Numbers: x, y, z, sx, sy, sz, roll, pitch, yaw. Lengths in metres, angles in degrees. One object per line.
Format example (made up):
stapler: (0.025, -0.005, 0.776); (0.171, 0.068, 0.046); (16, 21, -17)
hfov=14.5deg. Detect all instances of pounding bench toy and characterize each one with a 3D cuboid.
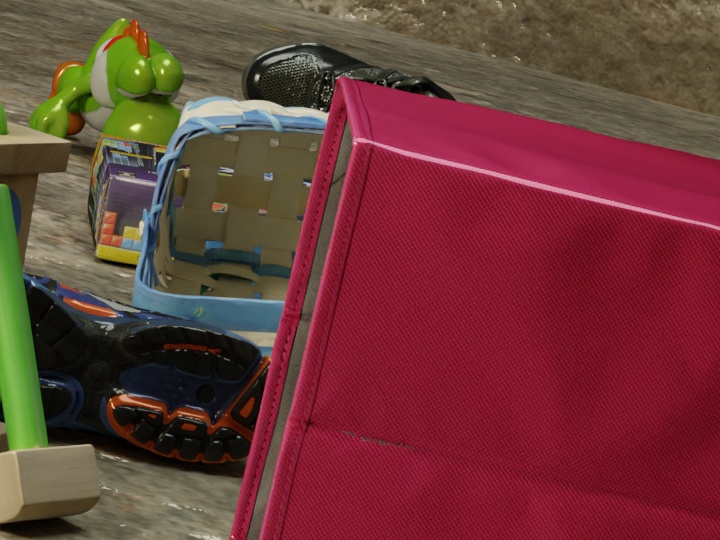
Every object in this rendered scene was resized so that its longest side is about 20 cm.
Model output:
pounding bench toy: (-0.180, 0.001, 1.138); (0.199, 0.157, 0.124); (17, 11, 27)

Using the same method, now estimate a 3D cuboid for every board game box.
board game box: (-0.068, -0.031, 1.766); (0.199, 0.057, 0.165); (10, 9, -10)

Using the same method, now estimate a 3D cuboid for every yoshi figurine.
yoshi figurine: (-0.173, -0.111, 2.069); (0.112, 0.112, 0.200); (50, -13, -10)

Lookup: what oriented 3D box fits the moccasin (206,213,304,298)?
moccasin: (0.000, 0.000, 1.602); (0.199, 0.081, 0.068); (21, 9, 39)

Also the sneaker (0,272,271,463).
sneaker: (-0.134, 0.040, 1.270); (0.199, 0.076, 0.078); (19, 0, -6)

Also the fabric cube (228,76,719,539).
fabric cube: (0.067, 0.055, 1.011); (0.198, 0.201, 0.196); (13, 9, -5)

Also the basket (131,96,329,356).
basket: (-0.028, -0.010, 1.442); (0.175, 0.140, 0.200); (7, 17, -7)

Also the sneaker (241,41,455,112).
sneaker: (-0.001, -0.152, 2.482); (0.198, 0.077, 0.114); (15, 2, -18)

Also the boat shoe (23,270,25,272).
boat shoe: (-0.202, -0.017, 1.476); (0.072, 0.069, 0.200); (11, 9, -4)
